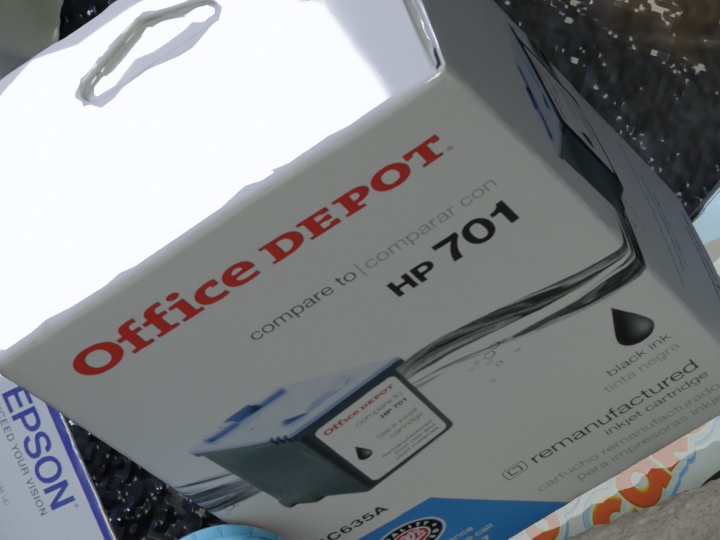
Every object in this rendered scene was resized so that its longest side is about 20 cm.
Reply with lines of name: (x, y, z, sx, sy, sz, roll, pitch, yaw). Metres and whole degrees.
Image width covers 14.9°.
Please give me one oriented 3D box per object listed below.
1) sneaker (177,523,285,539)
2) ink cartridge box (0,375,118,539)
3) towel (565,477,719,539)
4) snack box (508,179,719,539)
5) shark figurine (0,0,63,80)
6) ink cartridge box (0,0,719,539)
sneaker: (-0.050, 0.171, 0.737, 0.079, 0.096, 0.200, 11, 92, -20)
ink cartridge box: (-0.136, 0.150, 0.849, 0.200, 0.043, 0.197, -24, 88, 16)
towel: (0.078, 0.111, 0.749, 0.200, 0.133, 0.034, -26, 116, 26)
snack box: (0.098, 0.079, 0.859, 0.116, 0.037, 0.200, 40, 92, 3)
shark figurine: (-0.083, -0.049, 0.829, 0.214, 0.128, 0.090, 20, 80, 2)
ink cartridge box: (0.000, 0.000, 0.769, 0.146, 0.200, 0.086, -32, 53, 15)
